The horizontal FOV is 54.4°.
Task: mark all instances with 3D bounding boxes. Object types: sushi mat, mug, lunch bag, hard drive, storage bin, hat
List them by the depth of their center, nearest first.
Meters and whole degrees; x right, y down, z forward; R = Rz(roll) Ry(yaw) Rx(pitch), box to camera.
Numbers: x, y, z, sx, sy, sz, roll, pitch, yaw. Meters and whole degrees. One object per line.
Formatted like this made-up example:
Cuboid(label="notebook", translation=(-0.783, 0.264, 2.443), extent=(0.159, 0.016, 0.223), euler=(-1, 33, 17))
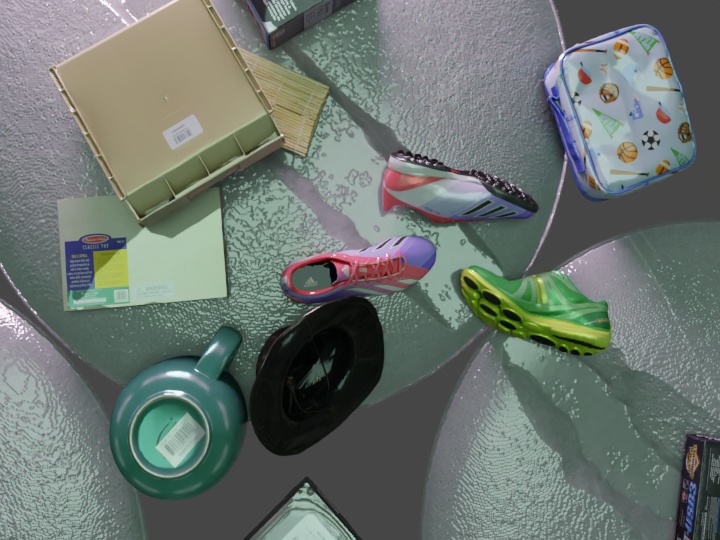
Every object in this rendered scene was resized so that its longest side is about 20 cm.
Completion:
Cuboid(label="mug", translation=(-0.207, 0.162, 0.796), extent=(0.148, 0.114, 0.190), euler=(-3, 87, -4))
Cuboid(label="storage bin", translation=(-0.215, -0.183, 0.807), extent=(0.198, 0.094, 0.201), euler=(-31, 87, -7))
Cuboid(label="hat", translation=(-0.064, 0.110, 0.822), extent=(0.198, 0.080, 0.205), euler=(-22, 124, -36))
Cuboid(label="hard drive", translation=(-0.090, 0.370, 0.833), extent=(0.200, 0.038, 0.140), euler=(-43, 90, -5))
Cuboid(label="sushi mat", translation=(-0.142, -0.223, 0.874), extent=(0.196, 0.012, 0.098), euler=(22, 87, -2))
Cuboid(label="lunch bag", translation=(0.319, -0.198, 0.880), extent=(0.157, 0.076, 0.204), euler=(-20, 89, -3))

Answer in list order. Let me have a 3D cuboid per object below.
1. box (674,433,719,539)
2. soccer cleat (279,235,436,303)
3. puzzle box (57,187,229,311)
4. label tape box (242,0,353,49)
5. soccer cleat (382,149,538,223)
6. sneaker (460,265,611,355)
Cuboid(label="box", translation=(0.499, 0.323, 0.876), extent=(0.193, 0.050, 0.205), euler=(9, 86, -5))
Cuboid(label="soccer cleat", translation=(0.000, 0.000, 0.841), extent=(0.195, 0.076, 0.068), euler=(-10, 87, -5))
Cuboid(label="puzzle box", translation=(-0.262, -0.026, 0.847), extent=(0.195, 0.025, 0.137), euler=(-4, 87, -5))
Cuboid(label="label tape box", translation=(-0.066, -0.393, 0.864), extent=(0.198, 0.063, 0.146), euler=(-32, 90, -5))
Cuboid(label="soccer cleat", translation=(0.122, -0.088, 0.869), extent=(0.195, 0.068, 0.075), euler=(15, 109, -7))
Cuboid(label="sneaker", translation=(0.215, 0.039, 0.868), extent=(0.196, 0.074, 0.085), euler=(22, 61, 0))
